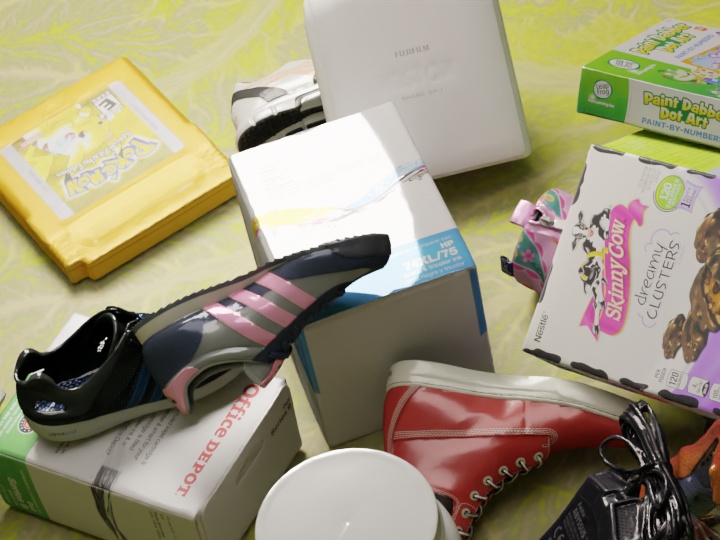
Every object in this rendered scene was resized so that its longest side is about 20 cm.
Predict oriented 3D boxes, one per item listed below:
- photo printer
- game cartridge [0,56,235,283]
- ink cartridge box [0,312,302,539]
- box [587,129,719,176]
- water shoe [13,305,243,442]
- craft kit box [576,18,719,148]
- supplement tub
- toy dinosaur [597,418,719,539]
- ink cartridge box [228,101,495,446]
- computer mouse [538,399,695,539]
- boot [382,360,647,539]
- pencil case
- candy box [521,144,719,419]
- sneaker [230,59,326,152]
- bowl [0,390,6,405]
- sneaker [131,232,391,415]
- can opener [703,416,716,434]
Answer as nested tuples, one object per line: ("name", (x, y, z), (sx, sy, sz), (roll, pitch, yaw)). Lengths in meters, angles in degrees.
("photo printer", (0.044, -0.175, 1.917), (0.166, 0.201, 0.069), (-13, 6, -1))
("game cartridge", (-0.226, -0.090, 2.001), (0.176, 0.033, 0.200), (-33, 49, -17))
("ink cartridge box", (-0.166, 0.133, 1.750), (0.199, 0.084, 0.146), (16, 53, 25))
("box", (0.290, -0.063, 1.784), (0.199, 0.048, 0.122), (20, 27, 34))
("water shoe", (-0.161, 0.061, 1.702), (0.199, 0.079, 0.072), (-26, 48, -14))
("craft kit box", (0.306, -0.149, 1.880), (0.197, 0.049, 0.200), (13, 23, 24))
("supplement tub", (0.005, 0.230, 1.549), (0.144, 0.200, 0.145), (-6, 48, 6))
("toy dinosaur", (0.224, 0.156, 1.583), (0.199, 0.182, 0.105), (18, 54, 27))
("ink cartridge box", (0.000, 0.000, 1.795), (0.145, 0.147, 0.200), (-19, 48, -6))
("computer mouse", (0.169, 0.202, 1.583), (0.053, 0.200, 0.139), (22, 32, -24))
("boot", (0.111, 0.152, 1.696), (0.199, 0.072, 0.145), (6, 70, 3))
("pencil case", (0.211, 0.004, 1.789), (0.199, 0.088, 0.087), (27, 58, 29))
("candy box", (0.240, 0.014, 1.678), (0.199, 0.071, 0.169), (17, 87, 33))
("sneaker", (-0.023, -0.164, 1.999), (0.199, 0.074, 0.080), (-18, 45, -6))
("bowl", (-0.335, 0.115, 1.759), (0.090, 0.201, 0.202), (30, 54, -6))
("sneaker", (-0.060, 0.038, 1.652), (0.199, 0.070, 0.082), (-23, 81, 7))
("can opener", (0.328, 0.055, 1.742), (0.067, 0.053, 0.200), (17, 55, 26))
